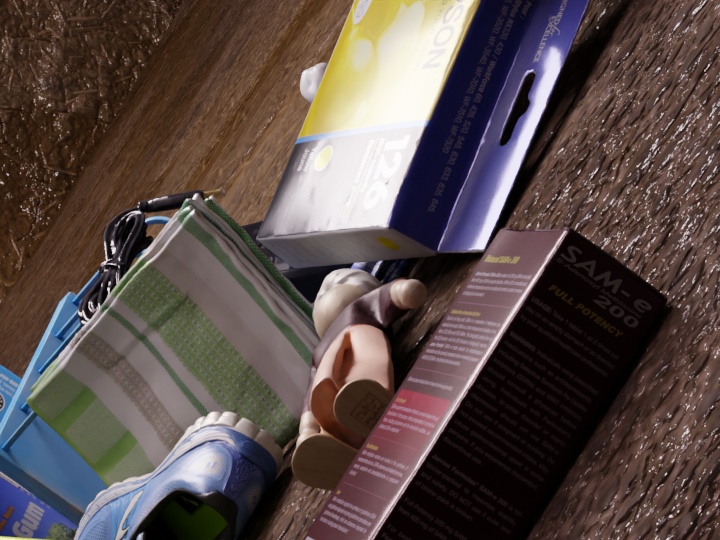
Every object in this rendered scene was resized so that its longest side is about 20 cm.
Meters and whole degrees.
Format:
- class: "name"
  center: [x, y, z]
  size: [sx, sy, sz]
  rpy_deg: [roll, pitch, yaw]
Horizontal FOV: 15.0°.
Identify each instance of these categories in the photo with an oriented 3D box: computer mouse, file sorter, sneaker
- class: "computer mouse"
  center: [-0.084, -0.010, 1.819]
  size: [0.199, 0.046, 0.141]
  rpy_deg: [-14, 34, 12]
- class: "file sorter"
  center: [-0.144, 0.078, 1.882]
  size: [0.123, 0.139, 0.200]
  rpy_deg: [-46, 14, 30]
- class: "sneaker"
  center: [-0.129, 0.169, 1.692]
  size: [0.200, 0.078, 0.089]
  rpy_deg: [-47, 11, 38]

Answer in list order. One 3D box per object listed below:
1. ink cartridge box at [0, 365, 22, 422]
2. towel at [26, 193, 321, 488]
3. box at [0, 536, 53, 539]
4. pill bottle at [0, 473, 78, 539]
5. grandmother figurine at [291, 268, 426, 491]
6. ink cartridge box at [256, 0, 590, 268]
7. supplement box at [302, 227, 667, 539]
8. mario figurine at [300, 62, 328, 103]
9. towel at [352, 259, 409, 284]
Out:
- class: "ink cartridge box"
  center: [-0.318, 0.192, 2.270]
  size: [0.200, 0.146, 0.084]
  rpy_deg: [-59, 12, -20]
- class: "towel"
  center: [-0.111, 0.069, 1.715]
  size: [0.200, 0.149, 0.031]
  rpy_deg: [-47, -9, 28]
- class: "box"
  center: [-0.166, 0.210, 1.561]
  size: [0.199, 0.048, 0.122]
  rpy_deg: [1, 40, 20]
- class: "pill bottle"
  center: [-0.287, 0.195, 1.974]
  size: [0.112, 0.200, 0.112]
  rpy_deg: [-53, 11, 15]
- class: "grandmother figurine"
  center: [-0.004, 0.050, 1.558]
  size: [0.121, 0.061, 0.200]
  rpy_deg: [-44, 16, 13]
- class: "ink cartridge box"
  center: [0.037, -0.100, 1.657]
  size: [0.200, 0.047, 0.198]
  rpy_deg: [-7, 55, 56]
- class: "supplement box"
  center: [0.048, 0.078, 1.228]
  size: [0.200, 0.061, 0.109]
  rpy_deg: [-58, 11, -6]
- class: "mario figurine"
  center: [0.037, -0.145, 1.840]
  size: [0.124, 0.106, 0.200]
  rpy_deg: [-56, 9, -14]
- class: "towel"
  center: [0.000, 0.000, 1.779]
  size: [0.200, 0.024, 0.145]
  rpy_deg: [-56, 10, -1]
